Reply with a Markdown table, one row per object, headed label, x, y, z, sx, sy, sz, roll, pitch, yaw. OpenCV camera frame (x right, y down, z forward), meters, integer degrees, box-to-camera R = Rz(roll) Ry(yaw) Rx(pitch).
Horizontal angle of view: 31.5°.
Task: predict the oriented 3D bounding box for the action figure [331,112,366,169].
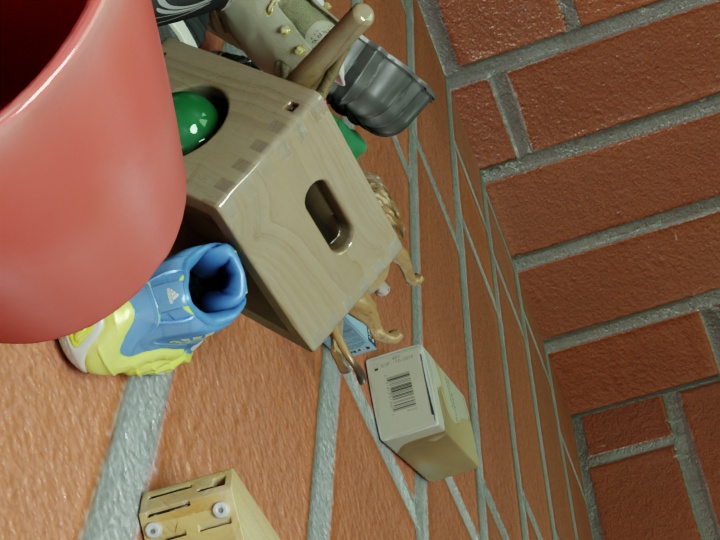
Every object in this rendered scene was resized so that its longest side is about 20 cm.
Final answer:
| label | x | y | z | sx | sy | sz | roll | pitch | yaw |
| --- | --- | --- | --- | --- | --- | --- | --- | --- | --- |
| action figure | -0.056 | -0.154 | 1.407 | 0.200 | 0.055 | 0.118 | 45 | 31 | -52 |

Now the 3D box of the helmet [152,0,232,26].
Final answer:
| label | x | y | z | sx | sy | sz | roll | pitch | yaw |
| --- | --- | --- | --- | --- | --- | --- | --- | --- | --- |
| helmet | -0.162 | -0.234 | 0.732 | 0.200 | 0.190 | 0.201 | -177 | -90 | -73 |

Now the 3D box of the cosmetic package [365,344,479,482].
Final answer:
| label | x | y | z | sx | sy | sz | roll | pitch | yaw |
| --- | --- | --- | --- | --- | --- | --- | --- | --- | --- |
| cosmetic package | 0.076 | 0.172 | 1.510 | 0.200 | 0.071 | 0.105 | 49 | 27 | -62 |

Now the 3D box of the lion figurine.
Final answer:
| label | x | y | z | sx | sy | sz | roll | pitch | yaw |
| --- | --- | --- | --- | --- | --- | --- | --- | --- | --- |
| lion figurine | 0.000 | 0.000 | 1.202 | 0.123 | 0.072 | 0.200 | 61 | 27 | -32 |

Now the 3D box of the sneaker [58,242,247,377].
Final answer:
| label | x | y | z | sx | sy | sz | roll | pitch | yaw |
| --- | --- | --- | --- | --- | --- | --- | --- | --- | --- |
| sneaker | -0.108 | 0.024 | 0.812 | 0.200 | 0.105 | 0.076 | -27 | 100 | -77 |

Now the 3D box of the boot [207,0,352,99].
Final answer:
| label | x | y | z | sx | sy | sz | roll | pitch | yaw |
| --- | --- | --- | --- | --- | --- | --- | --- | --- | --- |
| boot | -0.070 | -0.231 | 1.005 | 0.155 | 0.072 | 0.200 | 45 | -30 | 21 |

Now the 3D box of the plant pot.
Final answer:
| label | x | y | z | sx | sy | sz | roll | pitch | yaw |
| --- | --- | --- | --- | --- | --- | --- | --- | --- | --- |
| plant pot | -0.166 | -0.068 | 0.538 | 0.177 | 0.200 | 0.201 | 72 | 7 | -60 |

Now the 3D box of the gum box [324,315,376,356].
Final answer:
| label | x | y | z | sx | sy | sz | roll | pitch | yaw |
| --- | --- | --- | --- | --- | --- | --- | --- | --- | --- |
| gum box | -0.046 | -0.022 | 1.294 | 0.200 | 0.044 | 0.170 | 51 | 25 | -61 |

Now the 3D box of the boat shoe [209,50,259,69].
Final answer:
| label | x | y | z | sx | sy | sz | roll | pitch | yaw |
| --- | --- | --- | --- | --- | --- | --- | --- | --- | --- |
| boat shoe | -0.099 | -0.179 | 1.225 | 0.200 | 0.064 | 0.071 | -19 | 92 | -78 |

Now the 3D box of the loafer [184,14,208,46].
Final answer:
| label | x | y | z | sx | sy | sz | roll | pitch | yaw |
| --- | --- | --- | --- | --- | --- | --- | --- | --- | --- |
| loafer | -0.154 | -0.230 | 0.935 | 0.201 | 0.068 | 0.071 | 65 | 30 | -74 |

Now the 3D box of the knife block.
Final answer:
| label | x | y | z | sx | sy | sz | roll | pitch | yaw |
| --- | --- | --- | --- | --- | --- | --- | --- | --- | --- |
| knife block | -0.063 | 0.229 | 0.837 | 0.176 | 0.064 | 0.200 | 18 | 56 | -76 |

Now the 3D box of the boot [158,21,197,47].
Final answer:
| label | x | y | z | sx | sy | sz | roll | pitch | yaw |
| --- | --- | --- | --- | --- | --- | --- | --- | --- | --- |
| boot | -0.140 | -0.143 | 0.994 | 0.144 | 0.072 | 0.200 | -93 | 168 | -53 |

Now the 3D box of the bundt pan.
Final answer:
| label | x | y | z | sx | sy | sz | roll | pitch | yaw |
| --- | --- | --- | --- | --- | --- | --- | --- | --- | --- |
| bundt pan | -0.016 | -0.220 | 1.451 | 0.202 | 0.076 | 0.202 | 33 | 2 | -1 |

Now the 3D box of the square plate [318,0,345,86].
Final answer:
| label | x | y | z | sx | sy | sz | roll | pitch | yaw |
| --- | --- | --- | --- | --- | --- | --- | --- | --- | --- |
| square plate | -0.096 | -0.278 | 1.158 | 0.200 | 0.028 | 0.198 | 38 | -15 | 29 |

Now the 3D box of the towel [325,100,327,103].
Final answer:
| label | x | y | z | sx | sy | sz | roll | pitch | yaw |
| --- | --- | --- | --- | --- | --- | --- | --- | --- | --- |
| towel | -0.045 | -0.133 | 1.242 | 0.200 | 0.022 | 0.145 | -81 | 163 | -64 |

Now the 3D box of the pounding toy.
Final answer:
| label | x | y | z | sx | sy | sz | roll | pitch | yaw |
| --- | --- | --- | --- | --- | --- | --- | --- | --- | --- |
| pounding toy | -0.066 | -0.075 | 0.844 | 0.184 | 0.142 | 0.200 | 25 | -23 | 38 |
